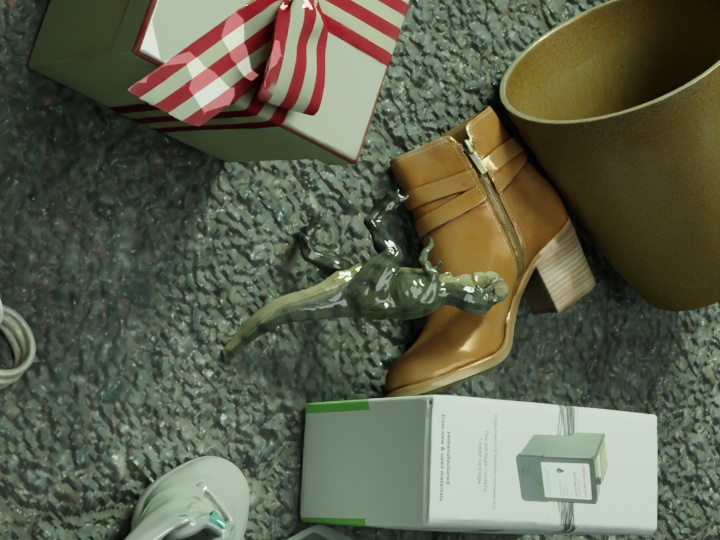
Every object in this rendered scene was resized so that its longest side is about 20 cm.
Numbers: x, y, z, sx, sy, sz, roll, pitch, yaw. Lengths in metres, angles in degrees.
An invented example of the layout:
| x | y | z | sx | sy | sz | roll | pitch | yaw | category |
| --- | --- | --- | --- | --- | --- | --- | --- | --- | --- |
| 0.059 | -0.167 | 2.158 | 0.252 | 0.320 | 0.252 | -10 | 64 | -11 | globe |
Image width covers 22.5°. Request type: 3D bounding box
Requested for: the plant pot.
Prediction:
| x | y | z | sx | sy | sz | roll | pitch | yaw | category |
| --- | --- | --- | --- | --- | --- | --- | --- | --- | --- |
| 0.223 | -0.077 | 1.332 | 0.186 | 0.186 | 0.201 | -44 | 123 | -30 | plant pot |

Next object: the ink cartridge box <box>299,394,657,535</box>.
| x | y | z | sx | sy | sz | roll | pitch | yaw | category |
| --- | --- | --- | --- | --- | --- | --- | --- | --- | --- |
| 0.081 | 0.133 | 1.213 | 0.199 | 0.145 | 0.085 | 8 | 80 | -35 | ink cartridge box |

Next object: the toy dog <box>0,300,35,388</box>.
| x | y | z | sx | sy | sz | roll | pitch | yaw | category |
| --- | --- | --- | --- | --- | --- | --- | --- | --- | --- |
| -0.255 | 0.008 | 1.012 | 0.132 | 0.096 | 0.201 | -39 | 108 | -32 | toy dog |

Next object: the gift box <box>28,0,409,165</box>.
| x | y | z | sx | sy | sz | roll | pitch | yaw | category |
| --- | --- | --- | --- | --- | --- | --- | --- | --- | --- |
| -0.087 | -0.165 | 1.086 | 0.199 | 0.186 | 0.186 | 19 | 81 | -34 | gift box |

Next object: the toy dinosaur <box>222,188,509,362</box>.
| x | y | z | sx | sy | sz | roll | pitch | yaw | category |
| --- | --- | --- | --- | --- | --- | --- | --- | --- | --- |
| 0.000 | 0.000 | 1.201 | 0.198 | 0.048 | 0.089 | -10 | 73 | -7 | toy dinosaur |

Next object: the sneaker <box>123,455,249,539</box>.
| x | y | z | sx | sy | sz | roll | pitch | yaw | category |
| --- | --- | --- | --- | --- | --- | --- | --- | --- | --- |
| -0.103 | 0.162 | 1.076 | 0.075 | 0.088 | 0.200 | 48 | 32 | -3 | sneaker |

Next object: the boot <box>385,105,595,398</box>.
| x | y | z | sx | sy | sz | roll | pitch | yaw | category |
| --- | --- | --- | --- | --- | --- | --- | --- | --- | --- |
| 0.061 | -0.011 | 1.268 | 0.200 | 0.074 | 0.155 | -35 | 99 | -32 | boot |

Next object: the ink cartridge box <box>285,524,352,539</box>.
| x | y | z | sx | sy | sz | roll | pitch | yaw | category |
| --- | --- | --- | --- | --- | --- | --- | --- | --- | --- |
| -0.062 | 0.288 | 1.170 | 0.162 | 0.057 | 0.201 | -24 | 120 | -35 | ink cartridge box |
